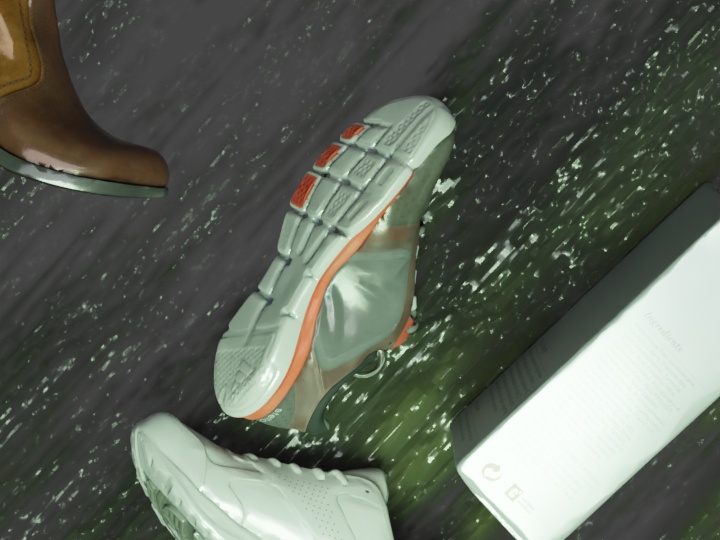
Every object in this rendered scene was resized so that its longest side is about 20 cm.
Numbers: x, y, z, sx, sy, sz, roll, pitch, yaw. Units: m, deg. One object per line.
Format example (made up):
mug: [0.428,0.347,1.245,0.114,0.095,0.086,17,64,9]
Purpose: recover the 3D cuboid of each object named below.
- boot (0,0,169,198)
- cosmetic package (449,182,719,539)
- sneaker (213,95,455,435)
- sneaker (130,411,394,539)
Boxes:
boot: [-0.159,-0.150,1.108,0.188,0.068,0.200,22,91,4]
cosmetic package: [0.141,0.050,1.108,0.200,0.102,0.074,-42,97,7]
sneaker: [0.000,0.000,1.127,0.082,0.077,0.200,28,100,-32]
sneaker: [-0.035,0.135,1.144,0.200,0.078,0.099,40,69,3]
